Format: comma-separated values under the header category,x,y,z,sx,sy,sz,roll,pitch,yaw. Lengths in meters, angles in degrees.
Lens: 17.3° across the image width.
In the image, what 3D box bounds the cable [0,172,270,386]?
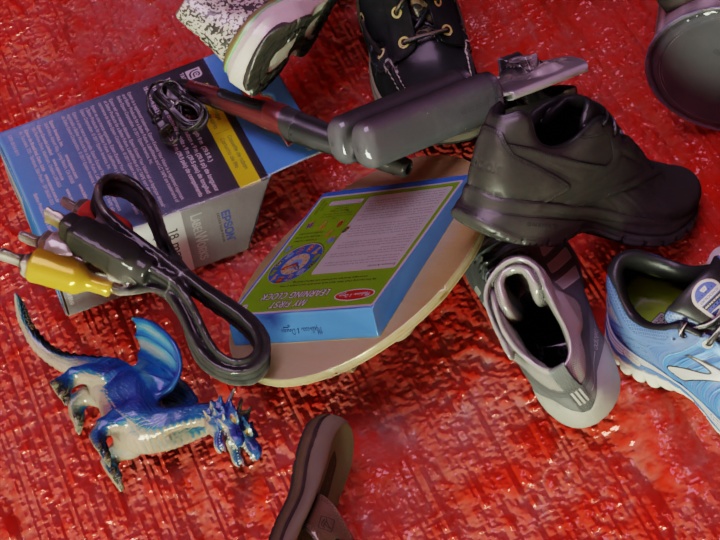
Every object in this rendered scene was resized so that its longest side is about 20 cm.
category,x,y,z,sx,sy,sz,roll,pitch,yaw
cable,-0.130,0.007,1.516,0.200,0.050,0.097,32,52,15

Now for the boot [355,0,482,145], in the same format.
category,x,y,z,sx,sy,sz,roll,pitch,yaw
boot,0.034,-0.198,1.623,0.073,0.154,0.204,-12,44,-8

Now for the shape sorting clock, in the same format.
category,x,y,z,sx,sy,sz,roll,pitch,yaw
shape sorting clock,0.000,0.000,1.519,0.199,0.039,0.200,-27,27,15

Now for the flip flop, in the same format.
category,x,y,z,sx,sy,sz,roll,pitch,yaw
flip flop,-0.021,0.171,1.387,0.057,0.081,0.201,8,47,8

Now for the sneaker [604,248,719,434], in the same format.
category,x,y,z,sx,sy,sz,roll,pitch,yaw
sneaker,0.217,0.047,1.388,0.200,0.089,0.079,27,64,36

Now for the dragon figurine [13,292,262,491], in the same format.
category,x,y,z,sx,sy,sz,roll,pitch,yaw
dragon figurine,-0.142,0.072,1.519,0.099,0.059,0.200,-33,50,-12

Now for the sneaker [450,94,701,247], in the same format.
category,x,y,z,sx,sy,sz,roll,pitch,yaw
sneaker,0.145,-0.063,1.460,0.199,0.091,0.076,-3,18,-45

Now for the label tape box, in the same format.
category,x,y,z,sx,sy,sz,roll,pitch,yaw
label tape box,-0.135,-0.067,1.634,0.199,0.063,0.144,-21,46,-9

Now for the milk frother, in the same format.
category,x,y,z,sx,sy,sz,roll,pitch,yaw
milk frother,0.209,-0.193,1.593,0.200,0.180,0.189,-42,26,46

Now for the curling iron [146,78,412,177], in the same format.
category,x,y,z,sx,sy,sz,roll,pitch,yaw
curling iron,-0.056,-0.091,1.579,0.199,0.026,0.050,16,69,20

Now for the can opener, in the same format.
category,x,y,z,sx,sy,sz,roll,pitch,yaw
can opener,0.070,-0.096,1.545,0.199,0.067,0.053,-24,23,-32

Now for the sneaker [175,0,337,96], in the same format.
category,x,y,z,sx,sy,sz,roll,pitch,yaw
sneaker,-0.068,-0.192,1.638,0.088,0.077,0.200,35,24,3

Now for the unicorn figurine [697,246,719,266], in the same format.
category,x,y,z,sx,sy,sz,roll,pitch,yaw
unicorn figurine,0.268,-0.028,1.458,0.200,0.074,0.137,35,66,22

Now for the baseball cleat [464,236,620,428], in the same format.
category,x,y,z,sx,sy,sz,roll,pitch,yaw
baseball cleat,0.103,0.005,1.455,0.070,0.107,0.200,-34,44,4
